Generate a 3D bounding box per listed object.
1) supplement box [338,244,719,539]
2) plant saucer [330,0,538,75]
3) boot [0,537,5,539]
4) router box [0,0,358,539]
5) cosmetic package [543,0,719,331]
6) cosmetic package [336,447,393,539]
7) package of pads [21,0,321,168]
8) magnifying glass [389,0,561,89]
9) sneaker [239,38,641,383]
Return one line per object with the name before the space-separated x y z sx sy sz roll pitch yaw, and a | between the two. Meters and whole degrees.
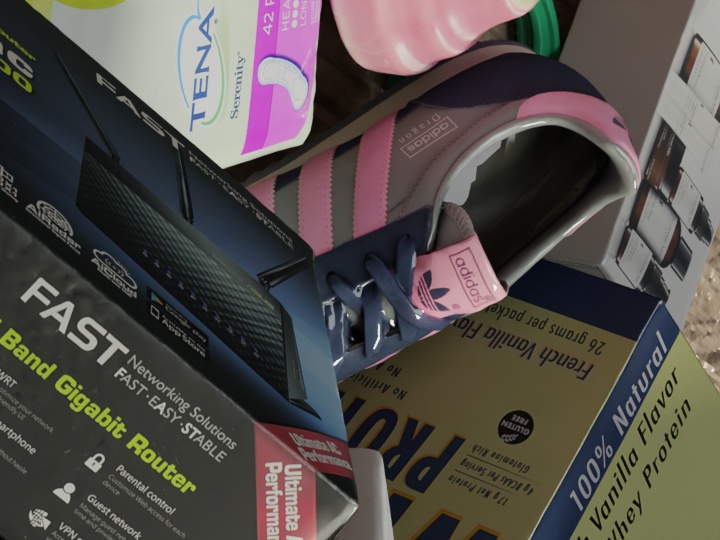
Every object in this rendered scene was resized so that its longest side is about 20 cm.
supplement box | 0.036 0.120 1.015 0.201 0.134 0.200 -60 144 -16
plant saucer | 0.040 -0.158 0.905 0.200 0.051 0.202 10 90 -76
boot | -0.108 0.066 0.753 0.174 0.069 0.201 42 28 -37
router box | -0.093 -0.015 0.688 0.200 0.150 0.062 41 103 -20
cosmetic package | 0.116 -0.076 1.084 0.083 0.050 0.201 48 58 -55
cosmetic package | -0.016 0.157 0.763 0.102 0.074 0.201 -88 173 -67
package of pads | -0.075 -0.117 0.810 0.154 0.068 0.201 -20 120 -49
magnifying glass | 0.061 -0.041 1.078 0.080 0.022 0.200 -58 142 -19
sneaker | 0.000 0.000 0.919 0.200 0.082 0.070 -39 123 -11
